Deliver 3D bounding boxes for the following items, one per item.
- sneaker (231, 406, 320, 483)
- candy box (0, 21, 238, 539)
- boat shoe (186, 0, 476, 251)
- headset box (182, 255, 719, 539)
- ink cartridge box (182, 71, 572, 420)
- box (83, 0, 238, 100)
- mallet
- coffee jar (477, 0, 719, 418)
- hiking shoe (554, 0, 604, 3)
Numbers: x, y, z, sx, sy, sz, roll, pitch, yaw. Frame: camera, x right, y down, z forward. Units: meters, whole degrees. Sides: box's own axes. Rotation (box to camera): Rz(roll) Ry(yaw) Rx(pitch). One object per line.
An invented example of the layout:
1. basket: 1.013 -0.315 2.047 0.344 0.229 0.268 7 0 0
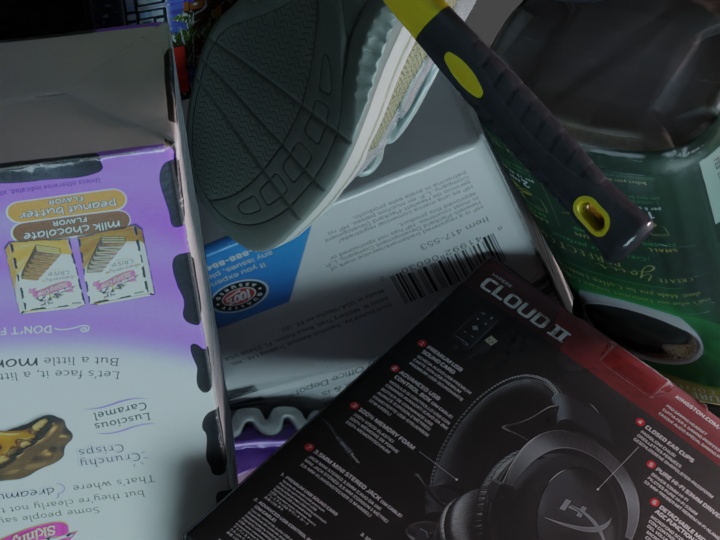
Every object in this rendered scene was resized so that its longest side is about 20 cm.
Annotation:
1. sneaker: -0.006 0.107 1.026 0.199 0.089 0.081 -6 145 -10
2. candy box: -0.135 0.020 0.897 0.167 0.072 0.201 -7 133 -1
3. boat shoe: 0.003 -0.087 0.864 0.065 0.074 0.202 -16 144 -45
4. headset box: 0.051 0.099 0.931 0.200 0.149 0.077 -41 158 -35
5. ink cartridge box: 0.000 0.000 1.031 0.146 0.086 0.200 -22 145 7
6. box: -0.033 -0.143 0.866 0.136 0.038 0.200 -13 144 -7
7. mallet: 0.012 -0.076 0.793 0.066 0.200 0.041 -40 172 37
8. coffee jar: 0.119 -0.020 0.968 0.104 0.086 0.200 16 153 30
9. hiking shoe: 0.109 -0.133 0.843 0.200 0.076 0.101 -42 164 -34
